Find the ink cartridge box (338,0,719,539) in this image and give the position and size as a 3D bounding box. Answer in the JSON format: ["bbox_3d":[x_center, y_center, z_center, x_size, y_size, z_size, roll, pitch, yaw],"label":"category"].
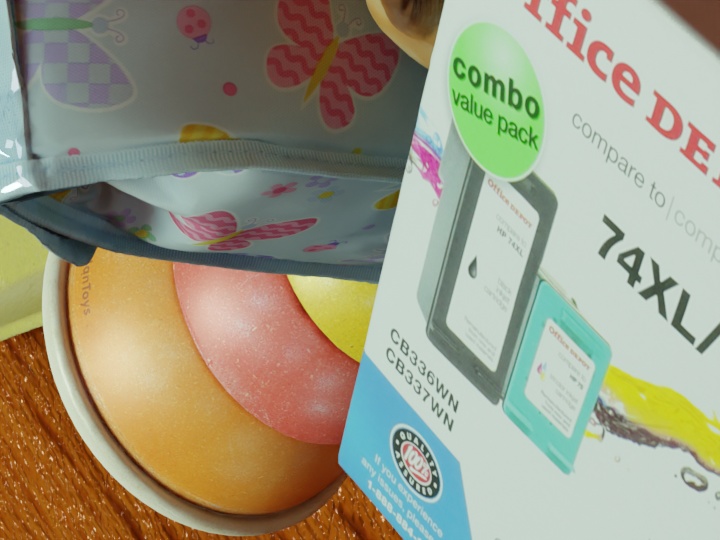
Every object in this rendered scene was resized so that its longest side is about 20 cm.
[{"bbox_3d":[0.106,0.002,0.639,0.147,0.146,0.200,47,140,35],"label":"ink cartridge box"}]

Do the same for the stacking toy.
[{"bbox_3d":[0.000,0.000,0.876,0.200,0.146,0.146,-25,82,44],"label":"stacking toy"}]

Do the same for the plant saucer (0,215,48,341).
[{"bbox_3d":[-0.170,-0.070,1.182,0.200,0.048,0.200,-18,90,61],"label":"plant saucer"}]

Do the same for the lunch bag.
[{"bbox_3d":[-0.033,-0.090,0.732,0.127,0.200,0.170,-19,74,43],"label":"lunch bag"}]

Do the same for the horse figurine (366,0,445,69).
[{"bbox_3d":[0.049,-0.092,0.673,0.050,0.200,0.133,15,100,32],"label":"horse figurine"}]
